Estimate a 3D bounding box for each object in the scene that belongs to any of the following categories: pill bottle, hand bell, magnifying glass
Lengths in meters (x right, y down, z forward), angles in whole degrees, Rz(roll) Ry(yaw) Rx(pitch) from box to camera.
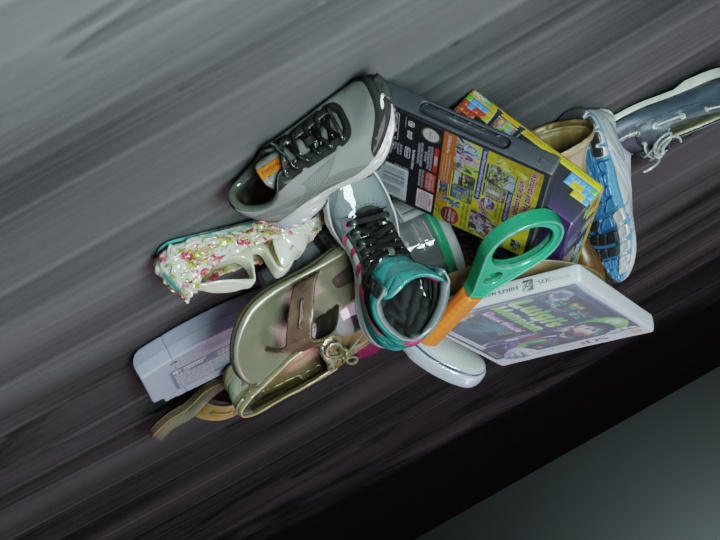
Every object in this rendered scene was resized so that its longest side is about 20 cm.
[{"bbox_3d":[0.000,0.000,1.690,0.200,0.113,0.113,-26,161,-8],"label":"pill bottle"},{"bbox_3d":[0.230,-0.050,1.720,0.104,0.200,0.104,-18,-159,7],"label":"hand bell"},{"bbox_3d":[0.120,0.009,1.524,0.080,0.022,0.200,3,143,-40],"label":"magnifying glass"}]

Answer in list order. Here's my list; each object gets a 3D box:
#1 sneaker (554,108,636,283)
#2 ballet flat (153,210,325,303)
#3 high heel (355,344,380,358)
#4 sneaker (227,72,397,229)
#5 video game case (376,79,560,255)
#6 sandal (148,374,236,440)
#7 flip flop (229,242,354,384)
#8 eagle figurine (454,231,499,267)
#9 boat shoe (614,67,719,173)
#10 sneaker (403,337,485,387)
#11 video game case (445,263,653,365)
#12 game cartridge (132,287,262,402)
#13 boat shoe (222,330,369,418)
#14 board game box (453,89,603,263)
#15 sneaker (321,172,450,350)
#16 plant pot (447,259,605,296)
[{"bbox_3d":[0.277,-0.087,1.767,0.075,0.200,0.087,-2,-167,39],"label":"sneaker"},{"bbox_3d":[-0.109,-0.015,1.574,0.200,0.064,0.076,-19,160,-27],"label":"ballet flat"},{"bbox_3d":[-0.030,0.091,1.949,0.096,0.067,0.200,-53,166,29],"label":"high heel"},{"bbox_3d":[-0.042,-0.103,1.433,0.079,0.074,0.200,2,145,-47],"label":"sneaker"},{"bbox_3d":[0.093,-0.093,1.514,0.026,0.181,0.200,-62,170,-20],"label":"video game case"},{"bbox_3d":[-0.171,0.156,1.908,0.200,0.054,0.080,-36,-177,25],"label":"sandal"},{"bbox_3d":[-0.046,0.040,1.589,0.200,0.058,0.081,-36,129,-7],"label":"flip flop"},{"bbox_3d":[0.140,-0.021,1.839,0.152,0.200,0.151,28,91,-32],"label":"eagle figurine"},{"bbox_3d":[0.345,-0.162,1.838,0.200,0.062,0.075,-26,163,-6],"label":"boat shoe"},{"bbox_3d":[0.069,0.046,1.783,0.073,0.200,0.071,-35,165,-53],"label":"sneaker"},{"bbox_3d":[0.182,0.050,1.642,0.182,0.023,0.200,-16,156,27],"label":"video game case"},{"bbox_3d":[-0.157,0.079,1.793,0.200,0.041,0.133,-26,165,-9],"label":"game cartridge"},{"bbox_3d":[-0.058,0.104,1.814,0.200,0.063,0.073,-30,133,2],"label":"boat shoe"},{"bbox_3d":[0.155,-0.075,1.628,0.057,0.165,0.200,-46,165,-16],"label":"board game box"},{"bbox_3d":[0.025,-0.012,1.524,0.084,0.200,0.121,-22,-166,-20],"label":"sneaker"},{"bbox_3d":[0.158,0.036,1.671,0.200,0.028,0.200,-4,159,-2],"label":"plant pot"}]
